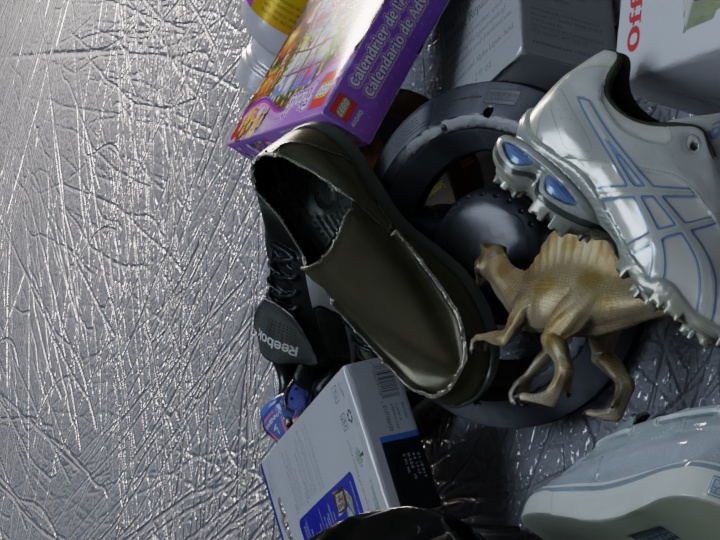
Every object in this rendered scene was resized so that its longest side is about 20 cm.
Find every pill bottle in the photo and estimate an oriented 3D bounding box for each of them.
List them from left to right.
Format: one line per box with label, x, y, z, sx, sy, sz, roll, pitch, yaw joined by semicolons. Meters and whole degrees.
pill bottle;-0.025;-0.219;1.475;0.200;0.104;0.104;-65;28;26

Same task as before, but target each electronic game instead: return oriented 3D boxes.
electronic game;0.080;-0.009;1.144;0.200;0.042;0.200;6;100;37

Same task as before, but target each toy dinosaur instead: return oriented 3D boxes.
toy dinosaur;0.117;0.024;1.036;0.200;0.058;0.101;6;82;44

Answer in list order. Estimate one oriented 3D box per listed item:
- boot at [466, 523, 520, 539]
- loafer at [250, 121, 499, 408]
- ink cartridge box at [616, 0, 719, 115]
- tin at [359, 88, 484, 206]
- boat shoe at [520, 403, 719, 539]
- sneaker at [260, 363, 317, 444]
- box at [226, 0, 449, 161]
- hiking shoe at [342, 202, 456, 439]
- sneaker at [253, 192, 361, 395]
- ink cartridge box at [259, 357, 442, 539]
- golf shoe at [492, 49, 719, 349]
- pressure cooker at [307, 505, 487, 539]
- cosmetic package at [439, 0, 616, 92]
boot;0.046;0.248;1.181;0.200;0.069;0.174;135;134;-57
loafer;0.000;0.000;1.136;0.200;0.070;0.075;50;122;21
ink cartridge box;0.213;-0.165;0.965;0.200;0.085;0.145;163;116;-64
tin;0.011;-0.048;1.335;0.112;0.042;0.200;57;145;2
boat shoe;0.151;0.108;1.013;0.072;0.070;0.201;-61;13;-22
sneaker;-0.033;0.117;1.374;0.075;0.078;0.200;-52;35;46
box;-0.011;-0.138;1.279;0.137;0.039;0.200;-62;17;-12
hiking shoe;0.020;0.033;1.270;0.200;0.101;0.076;-64;25;26
sneaker;-0.034;0.016;1.293;0.066;0.200;0.091;29;67;35
ink cartridge box;-0.010;0.133;1.248;0.200;0.039;0.100;-49;56;61
golf shoe;0.160;-0.028;0.958;0.200;0.078;0.097;41;101;18
pressure cooker;0.043;0.243;1.023;0.176;0.200;0.179;-48;33;-11
cosmetic package;0.099;-0.188;1.234;0.102;0.074;0.200;-44;43;52
